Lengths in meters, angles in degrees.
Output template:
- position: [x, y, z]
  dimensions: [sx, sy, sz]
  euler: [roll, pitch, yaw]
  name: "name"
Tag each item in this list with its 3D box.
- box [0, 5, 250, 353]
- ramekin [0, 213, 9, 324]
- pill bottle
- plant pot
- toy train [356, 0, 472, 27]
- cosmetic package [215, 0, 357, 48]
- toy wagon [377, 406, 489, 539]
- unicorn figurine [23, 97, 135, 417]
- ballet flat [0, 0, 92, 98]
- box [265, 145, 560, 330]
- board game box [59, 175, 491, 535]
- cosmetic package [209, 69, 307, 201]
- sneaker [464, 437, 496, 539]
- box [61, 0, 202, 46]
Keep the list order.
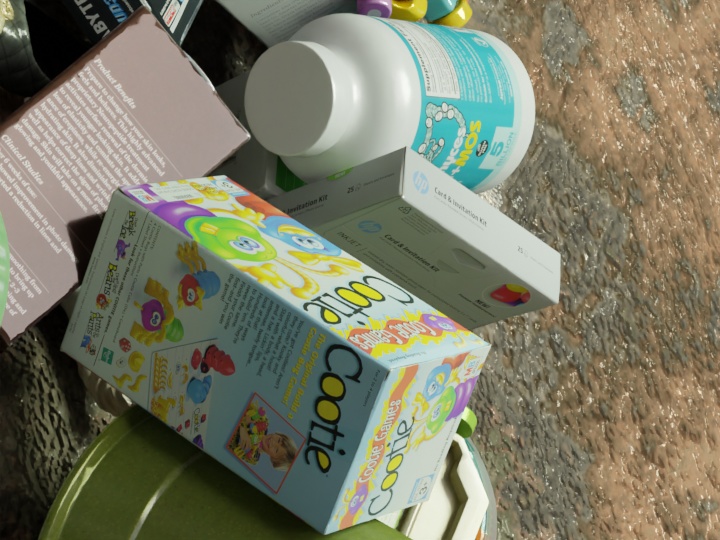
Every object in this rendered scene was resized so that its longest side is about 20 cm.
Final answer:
- position: [-0.170, -0.049, 1.473]
  dimensions: [0.200, 0.075, 0.100]
  euler: [-42, 97, -26]
  name: "box"
- position: [-0.269, 0.007, 1.289]
  dimensions: [0.098, 0.199, 0.201]
  euler: [33, 50, -50]
  name: "ramekin"
- position: [0.015, -0.103, 1.635]
  dimensions: [0.200, 0.110, 0.111]
  euler: [-1, 75, -53]
  name: "pill bottle"
- position: [-0.049, 0.188, 1.430]
  dimensions: [0.200, 0.189, 0.201]
  euler: [-32, 130, -49]
  name: "plant pot"
- position: [0.025, -0.231, 1.698]
  dimensions: [0.200, 0.055, 0.151]
  euler: [9, 62, -61]
  name: "toy train"
- position: [-0.064, -0.217, 1.664]
  dimensions: [0.200, 0.071, 0.102]
  euler: [38, 31, -52]
  name: "cosmetic package"
- position: [-0.015, 0.126, 1.652]
  dimensions: [0.199, 0.040, 0.156]
  euler: [30, 59, -8]
  name: "toy wagon"
- position: [-0.154, 0.002, 1.552]
  dimensions: [0.200, 0.074, 0.138]
  euler: [38, 55, -17]
  name: "unicorn figurine"
- position: [-0.174, -0.127, 1.566]
  dimensions: [0.200, 0.057, 0.067]
  euler: [35, 45, -50]
  name: "ballet flat"
- position: [0.000, 0.000, 1.632]
  dimensions: [0.156, 0.199, 0.041]
  euler: [32, 52, -39]
  name: "box"
- position: [-0.048, 0.042, 1.419]
  dimensions: [0.103, 0.200, 0.105]
  euler: [-10, 127, -55]
  name: "board game box"
- position: [-0.023, -0.038, 1.718]
  dimensions: [0.200, 0.085, 0.108]
  euler: [32, 48, -39]
  name: "cosmetic package"
- position: [0.041, 0.188, 1.709]
  dimensions: [0.080, 0.071, 0.201]
  euler: [23, 58, -51]
  name: "sneaker"
- position: [-0.156, -0.224, 1.612]
  dimensions: [0.159, 0.046, 0.200]
  euler: [56, 20, -19]
  name: "box"
